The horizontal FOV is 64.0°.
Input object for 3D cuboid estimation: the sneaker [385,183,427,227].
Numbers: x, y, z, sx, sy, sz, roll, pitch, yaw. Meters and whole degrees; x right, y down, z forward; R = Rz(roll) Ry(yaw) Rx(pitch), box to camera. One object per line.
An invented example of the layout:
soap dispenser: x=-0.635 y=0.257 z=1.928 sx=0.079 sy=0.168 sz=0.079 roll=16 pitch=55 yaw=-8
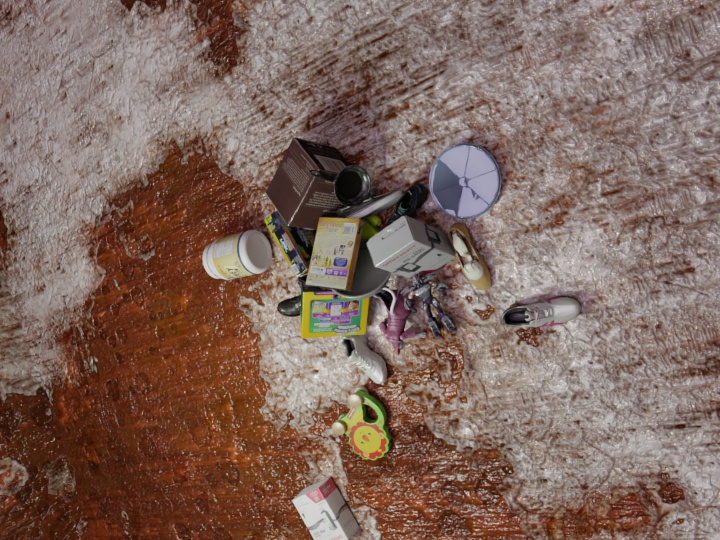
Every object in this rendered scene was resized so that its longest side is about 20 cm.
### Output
sneaker: x=0.112 y=-0.158 z=1.626 sx=0.075 sy=0.079 sz=0.201 roll=36 pitch=117 yaw=18

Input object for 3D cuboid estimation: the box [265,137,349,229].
box: x=-0.141 y=-0.248 z=1.676 sx=0.164 sy=0.165 sz=0.200 roll=53 pitch=122 yaw=33

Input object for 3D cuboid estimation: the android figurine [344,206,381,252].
android figurine: x=-0.017 y=-0.112 z=1.731 sx=0.200 sy=0.041 sz=0.182 roll=45 pitch=119 yaw=14

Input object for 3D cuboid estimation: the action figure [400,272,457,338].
action figure: x=0.196 y=0.091 z=1.613 sx=0.130 sy=0.069 sz=0.201 roll=-27 pitch=107 yaw=14

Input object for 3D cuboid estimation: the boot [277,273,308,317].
boot: x=-0.170 y=0.065 z=1.760 sx=0.199 sy=0.174 sz=0.070 roll=-12 pitch=60 yaw=-2

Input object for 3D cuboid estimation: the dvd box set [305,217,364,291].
dvd box set: x=-0.073 y=-0.049 z=1.615 sx=0.146 sy=0.029 sz=0.201 roll=5 pitch=80 yaw=35

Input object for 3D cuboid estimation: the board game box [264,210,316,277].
board game box: x=-0.182 y=-0.090 z=1.757 sx=0.057 sy=0.165 sz=0.201 roll=-33 pitch=84 yaw=31

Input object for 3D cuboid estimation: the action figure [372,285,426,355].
action figure: x=0.110 y=0.146 z=1.661 sx=0.133 sy=0.149 sz=0.202 roll=1 pitch=88 yaw=23

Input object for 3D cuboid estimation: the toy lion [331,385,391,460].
toy lion: x=0.020 y=0.500 z=1.837 sx=0.191 sy=0.069 sz=0.201 roll=33 pitch=115 yaw=12

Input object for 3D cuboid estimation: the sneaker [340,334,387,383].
sneaker: x=0.001 y=0.272 z=1.770 sx=0.078 sy=0.099 sz=0.200 roll=-45 pitch=78 yaw=29

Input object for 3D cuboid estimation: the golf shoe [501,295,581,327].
golf shoe: x=0.462 y=0.115 z=1.478 sx=0.199 sy=0.092 sz=0.073 roll=-13 pitch=93 yaw=30

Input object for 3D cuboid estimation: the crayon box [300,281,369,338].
crayon box: x=-0.078 y=0.114 z=1.715 sx=0.199 sy=0.058 sz=0.173 roll=-2 pitch=125 yaw=-11

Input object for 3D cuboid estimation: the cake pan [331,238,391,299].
cake pan: x=0.000 y=0.000 z=1.640 sx=0.199 sy=0.201 sz=0.037 roll=13 pitch=152 yaw=27

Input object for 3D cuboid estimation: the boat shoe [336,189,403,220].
boat shoe: x=0.025 y=-0.192 z=1.650 sx=0.199 sy=0.071 sz=0.064 roll=-25 pitch=82 yaw=9

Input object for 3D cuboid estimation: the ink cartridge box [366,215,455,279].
ink cartridge box: x=0.138 y=-0.056 z=1.555 sx=0.145 sy=0.199 sz=0.084 roll=-34 pitch=58 yaw=31

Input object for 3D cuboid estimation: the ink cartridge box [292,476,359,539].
ink cartridge box: x=-0.119 y=0.834 z=1.971 sx=0.145 sy=0.085 sz=0.201 roll=-35 pitch=84 yaw=31

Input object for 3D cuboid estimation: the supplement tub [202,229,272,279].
supplement tub: x=-0.409 y=-0.048 z=1.909 sx=0.199 sy=0.144 sz=0.145 roll=-11 pitch=95 yaw=31

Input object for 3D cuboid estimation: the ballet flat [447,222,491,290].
ballet flat: x=0.289 y=-0.033 z=1.560 sx=0.068 sy=0.063 sz=0.201 roll=-29 pitch=86 yaw=30

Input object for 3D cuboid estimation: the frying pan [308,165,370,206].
frying pan: x=-0.057 y=-0.229 z=1.581 sx=0.031 sy=0.189 sz=0.116 roll=30 pitch=126 yaw=57

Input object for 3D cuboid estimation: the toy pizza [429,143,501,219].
toy pizza: x=0.280 y=-0.238 z=1.540 sx=0.199 sy=0.032 sz=0.202 roll=6 pitch=103 yaw=27
